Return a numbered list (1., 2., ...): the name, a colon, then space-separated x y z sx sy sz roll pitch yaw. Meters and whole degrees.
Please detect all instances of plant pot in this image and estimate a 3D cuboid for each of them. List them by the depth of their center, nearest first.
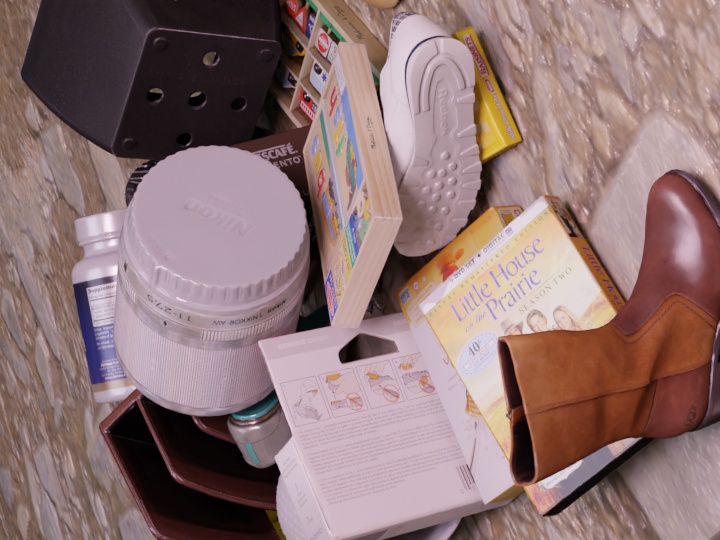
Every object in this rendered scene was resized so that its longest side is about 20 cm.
1. plant pot: -0.177 -0.203 1.725 0.178 0.198 0.201 57 134 44

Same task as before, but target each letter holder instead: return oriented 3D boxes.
1. letter holder: -0.119 0.183 1.717 0.100 0.199 0.143 -42 56 19

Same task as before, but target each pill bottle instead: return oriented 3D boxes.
1. pill bottle: -0.254 0.037 2.035 0.111 0.110 0.202 -12 88 57

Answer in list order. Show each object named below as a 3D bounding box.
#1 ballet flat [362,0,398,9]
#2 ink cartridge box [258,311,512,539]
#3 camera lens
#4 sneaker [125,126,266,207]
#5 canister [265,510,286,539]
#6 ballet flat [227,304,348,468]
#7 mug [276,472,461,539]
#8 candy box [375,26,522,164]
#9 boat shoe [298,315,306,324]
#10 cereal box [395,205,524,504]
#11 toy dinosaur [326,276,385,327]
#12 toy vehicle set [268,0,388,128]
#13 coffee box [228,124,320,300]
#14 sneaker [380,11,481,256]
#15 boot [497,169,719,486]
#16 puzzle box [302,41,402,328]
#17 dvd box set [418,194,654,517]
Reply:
1. ballet flat: -0.033 -0.296 1.641 0.201 0.062 0.069 55 140 33
2. ink cartridge box: 0.021 0.128 1.550 0.045 0.198 0.178 -50 57 51
3. camera lens: -0.127 0.014 1.573 0.161 0.159 0.201 59 155 29
4. sneaker: -0.150 -0.069 1.784 0.075 0.200 0.089 13 116 27
5. canister: -0.137 0.170 1.915 0.148 0.086 0.203 18 112 54
6. ballet flat: -0.058 0.107 1.701 0.067 0.200 0.064 -3 120 32
7. mug: 0.001 0.223 1.647 0.175 0.146 0.202 138 129 -64
8. candy box: 0.048 -0.117 1.569 0.199 0.026 0.103 -29 86 50
9. boat shoe: -0.114 0.067 1.748 0.056 0.199 0.069 -14 66 50
10. cereal box: 0.115 0.069 1.516 0.144 0.039 0.202 -43 62 41
11. toy dinosaur: 0.000 0.000 1.608 0.200 0.047 0.089 101 175 -69
12. toy vehicle set: -0.025 -0.174 1.698 0.200 0.026 0.125 52 138 37
13. coffee box: -0.096 -0.036 1.740 0.080 0.113 0.201 60 150 23
14. sneaker: 0.049 -0.108 1.509 0.081 0.076 0.202 45 137 50
15. boot: 0.168 0.035 1.292 0.068 0.198 0.191 15 111 54
16. puzzle box: -0.010 -0.071 1.532 0.134 0.025 0.201 111 156 -45
17. dvd box set: 0.146 0.065 1.435 0.146 0.029 0.201 -41 65 26
